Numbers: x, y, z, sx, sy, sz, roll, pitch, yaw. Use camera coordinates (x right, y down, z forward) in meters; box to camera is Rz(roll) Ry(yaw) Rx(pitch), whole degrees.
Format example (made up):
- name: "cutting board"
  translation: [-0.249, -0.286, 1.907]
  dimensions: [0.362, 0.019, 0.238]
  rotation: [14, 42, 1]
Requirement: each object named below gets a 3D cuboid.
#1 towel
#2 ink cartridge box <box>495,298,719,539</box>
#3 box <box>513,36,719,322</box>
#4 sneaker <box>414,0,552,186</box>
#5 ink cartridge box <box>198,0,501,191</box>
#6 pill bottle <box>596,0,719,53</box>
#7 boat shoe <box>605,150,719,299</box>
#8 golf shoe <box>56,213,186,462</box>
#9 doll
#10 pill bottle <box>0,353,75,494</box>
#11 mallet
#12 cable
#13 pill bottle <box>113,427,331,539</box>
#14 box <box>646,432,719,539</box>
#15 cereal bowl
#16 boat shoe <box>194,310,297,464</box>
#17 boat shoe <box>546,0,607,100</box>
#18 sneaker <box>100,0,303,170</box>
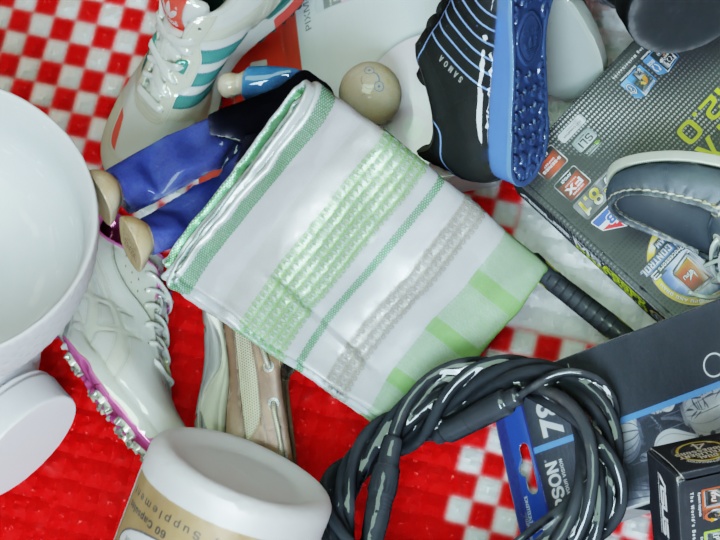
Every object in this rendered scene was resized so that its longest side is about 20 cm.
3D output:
- name: "towel"
  translation: [0.000, 0.000, 1.309]
  dimensions: [0.199, 0.031, 0.150]
  rotation: [36, 97, -23]
- name: "ink cartridge box"
  translation: [0.157, 0.091, 1.282]
  dimensions: [0.199, 0.039, 0.100]
  rotation: [-25, 70, 32]
- name: "box"
  translation: [0.216, -0.074, 1.352]
  dimensions: [0.200, 0.044, 0.160]
  rotation: [-45, 72, -3]
- name: "sneaker"
  translation: [0.071, -0.152, 1.310]
  dimensions: [0.077, 0.070, 0.202]
  rotation: [12, 105, 31]
- name: "ink cartridge box"
  translation: [-0.016, -0.118, 1.409]
  dimensions: [0.198, 0.057, 0.164]
  rotation: [-9, 74, 4]
- name: "pill bottle"
  translation: [0.165, -0.231, 1.341]
  dimensions: [0.111, 0.112, 0.201]
  rotation: [-25, 53, 4]
- name: "boat shoe"
  translation: [0.234, -0.014, 1.274]
  dimensions: [0.198, 0.075, 0.062]
  rotation: [17, 68, 5]
- name: "golf shoe"
  translation: [-0.148, 0.033, 1.376]
  dimensions: [0.091, 0.075, 0.200]
  rotation: [-32, 63, -9]
- name: "doll"
  translation: [-0.060, -0.068, 1.341]
  dimensions: [0.199, 0.049, 0.137]
  rotation: [-29, 63, -16]
- name: "pill bottle"
  translation: [-0.275, 0.045, 1.384]
  dimensions: [0.200, 0.112, 0.112]
  rotation: [43, 87, 18]
- name: "mallet"
  translation: [0.171, 0.050, 1.317]
  dimensions: [0.200, 0.066, 0.041]
  rotation: [38, 94, 18]
- name: "cable"
  translation: [0.065, 0.127, 1.280]
  dimensions: [0.200, 0.051, 0.163]
  rotation: [-42, 47, 4]
- name: "pill bottle"
  translation: [-0.102, 0.204, 1.287]
  dimensions: [0.114, 0.114, 0.202]
  rotation: [25, 102, 16]
- name: "box"
  translation: [0.242, 0.180, 1.205]
  dimensions: [0.160, 0.049, 0.202]
  rotation: [-10, 108, -15]
- name: "cereal bowl"
  translation: [-0.254, -0.012, 1.305]
  dimensions: [0.198, 0.084, 0.202]
  rotation: [3, 60, -5]
- name: "boat shoe"
  translation: [-0.061, 0.042, 1.368]
  dimensions: [0.071, 0.076, 0.202]
  rotation: [2, 83, 6]
- name: "boat shoe"
  translation: [0.093, -0.197, 1.368]
  dimensions: [0.070, 0.200, 0.064]
  rotation: [-22, 25, 40]
- name: "sneaker"
  translation: [-0.114, -0.146, 1.397]
  dimensions: [0.070, 0.093, 0.200]
  rotation: [42, 98, 28]
